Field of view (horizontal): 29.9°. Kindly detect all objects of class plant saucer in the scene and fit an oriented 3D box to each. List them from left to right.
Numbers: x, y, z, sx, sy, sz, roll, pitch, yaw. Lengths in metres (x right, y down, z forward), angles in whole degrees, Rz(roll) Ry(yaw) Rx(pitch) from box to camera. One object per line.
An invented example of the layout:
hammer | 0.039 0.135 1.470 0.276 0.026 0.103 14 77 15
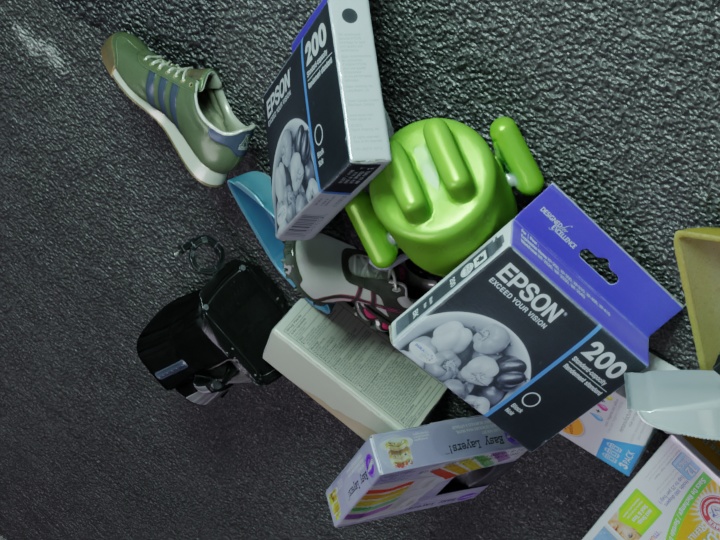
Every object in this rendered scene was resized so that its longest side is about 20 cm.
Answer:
plant saucer | 0.374 0.044 1.123 0.199 0.048 0.201 12 137 39

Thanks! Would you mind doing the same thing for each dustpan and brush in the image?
dustpan and brush | 0.326 0.122 1.142 0.198 0.140 0.058 -4 99 10

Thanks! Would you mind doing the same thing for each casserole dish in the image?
casserole dish | -0.076 -0.035 1.470 0.121 0.039 0.201 37 163 41

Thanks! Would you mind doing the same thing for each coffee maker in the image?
coffee maker | -0.186 0.064 1.680 0.199 0.134 0.194 -23 88 53

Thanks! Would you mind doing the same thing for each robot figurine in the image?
robot figurine | 0.077 -0.062 1.213 0.117 0.174 0.200 66 -171 23

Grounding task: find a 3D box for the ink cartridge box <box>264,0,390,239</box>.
ink cartridge box | -0.037 -0.153 1.198 0.198 0.043 0.202 140 128 -62

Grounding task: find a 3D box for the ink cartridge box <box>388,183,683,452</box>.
ink cartridge box | 0.162 0.050 1.209 0.198 0.044 0.200 38 112 -26

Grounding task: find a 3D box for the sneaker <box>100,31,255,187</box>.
sneaker | -0.186 -0.192 1.432 0.201 0.067 0.090 51 124 5

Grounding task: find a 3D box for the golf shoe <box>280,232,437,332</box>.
golf shoe | 0.000 0.000 1.396 0.087 0.078 0.199 -19 151 35

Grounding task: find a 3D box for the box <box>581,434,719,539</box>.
box | 0.316 0.224 1.292 0.112 0.101 0.201 42 136 17

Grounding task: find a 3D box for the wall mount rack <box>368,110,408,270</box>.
wall mount rack | -0.011 -0.095 1.347 0.174 0.074 0.201 44 156 47

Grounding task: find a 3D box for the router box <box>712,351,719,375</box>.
router box | 0.397 0.088 1.047 0.199 0.062 0.150 39 146 5

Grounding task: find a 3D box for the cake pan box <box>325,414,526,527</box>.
cake pan box | 0.077 0.223 1.527 0.184 0.198 0.053 126 131 -57

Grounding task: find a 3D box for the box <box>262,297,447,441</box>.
box | -0.007 0.116 1.560 0.199 0.095 0.078 39 149 8

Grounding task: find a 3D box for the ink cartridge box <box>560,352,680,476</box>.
ink cartridge box | 0.208 0.103 1.343 0.199 0.068 0.116 31 145 17

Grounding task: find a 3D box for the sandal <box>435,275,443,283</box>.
sandal | 0.105 0.050 1.393 0.076 0.043 0.202 22 132 35
